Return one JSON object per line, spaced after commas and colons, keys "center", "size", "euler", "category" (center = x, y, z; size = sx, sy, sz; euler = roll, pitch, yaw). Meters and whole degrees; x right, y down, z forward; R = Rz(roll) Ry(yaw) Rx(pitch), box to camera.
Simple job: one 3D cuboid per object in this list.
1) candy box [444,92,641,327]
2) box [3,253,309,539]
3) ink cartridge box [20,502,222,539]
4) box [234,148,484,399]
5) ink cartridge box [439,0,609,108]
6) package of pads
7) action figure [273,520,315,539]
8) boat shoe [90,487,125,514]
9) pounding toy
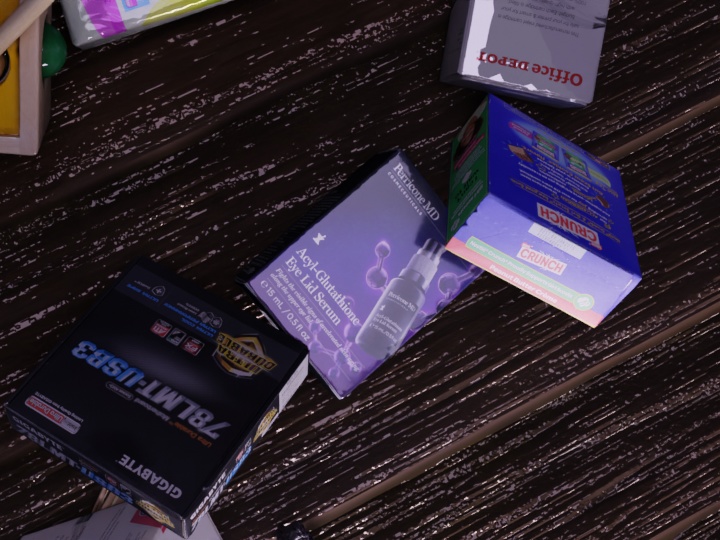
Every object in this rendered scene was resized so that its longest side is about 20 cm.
{"center": [0.171, -0.061, 1.135], "size": [0.168, 0.201, 0.077], "euler": [28, 121, -12], "category": "candy box"}
{"center": [-0.178, 0.106, 1.063], "size": [0.199, 0.050, 0.199], "euler": [28, 56, 16], "category": "box"}
{"center": [-0.237, 0.285, 1.054], "size": [0.198, 0.145, 0.085], "euler": [-21, 107, 19], "category": "ink cartridge box"}
{"center": [0.000, 0.000, 1.150], "size": [0.200, 0.104, 0.148], "euler": [-42, 100, -7], "category": "box"}
{"center": [0.169, -0.273, 1.181], "size": [0.144, 0.084, 0.203], "euler": [11, 91, -12], "category": "ink cartridge box"}
{"center": [-0.195, -0.311, 1.101], "size": [0.198, 0.068, 0.156], "euler": [-18, 97, -4], "category": "package of pads"}
{"center": [-0.111, 0.337, 1.148], "size": [0.200, 0.102, 0.119], "euler": [-40, 112, -9], "category": "action figure"}
{"center": [-0.211, 0.159, 1.129], "size": [0.068, 0.074, 0.203], "euler": [13, 91, -18], "category": "boat shoe"}
{"center": [-0.328, -0.199, 1.007], "size": [0.197, 0.143, 0.186], "euler": [3, 115, -9], "category": "pounding toy"}
